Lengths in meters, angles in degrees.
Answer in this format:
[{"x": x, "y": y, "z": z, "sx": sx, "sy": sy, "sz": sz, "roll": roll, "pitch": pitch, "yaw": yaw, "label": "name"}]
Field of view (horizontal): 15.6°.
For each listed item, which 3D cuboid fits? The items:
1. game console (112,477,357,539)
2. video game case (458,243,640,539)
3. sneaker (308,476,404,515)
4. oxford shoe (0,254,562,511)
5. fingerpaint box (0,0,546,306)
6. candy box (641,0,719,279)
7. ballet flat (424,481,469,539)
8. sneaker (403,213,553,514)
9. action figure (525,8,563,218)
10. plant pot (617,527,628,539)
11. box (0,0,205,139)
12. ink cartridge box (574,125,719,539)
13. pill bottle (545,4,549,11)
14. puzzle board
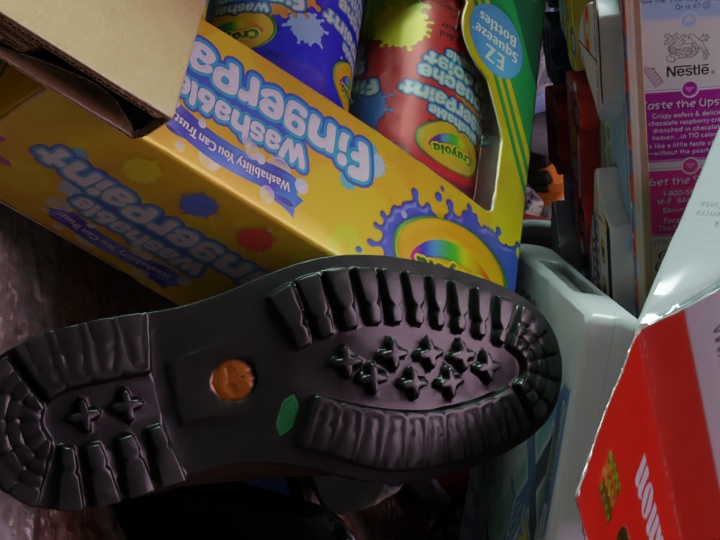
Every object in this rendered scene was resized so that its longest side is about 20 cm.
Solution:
[{"x": -0.005, "y": 0.133, "z": 0.958, "sx": 0.116, "sy": 0.176, "sz": 0.200, "roll": -35, "pitch": 119, "yaw": -33, "label": "game console"}, {"x": 0.058, "y": 0.100, "z": 0.946, "sx": 0.182, "sy": 0.022, "sz": 0.201, "roll": -122, "pitch": -140, "yaw": -81, "label": "video game case"}, {"x": 0.000, "y": 0.000, "z": 1.022, "sx": 0.077, "sy": 0.085, "sz": 0.200, "roll": -96, "pitch": 168, "yaw": -55, "label": "sneaker"}, {"x": -0.033, "y": 0.035, "z": 0.845, "sx": 0.084, "sy": 0.199, "sz": 0.073, "roll": 166, "pitch": -80, "yaw": -70, "label": "oxford shoe"}, {"x": -0.032, "y": -0.069, "z": 0.903, "sx": 0.200, "sy": 0.073, "sz": 0.167, "roll": 32, "pitch": 50, "yaw": -31, "label": "fingerpaint box"}, {"x": 0.121, "y": -0.063, "z": 1.023, "sx": 0.136, "sy": 0.061, "sz": 0.201, "roll": -94, "pitch": 179, "yaw": -65, "label": "candy box"}, {"x": 0.069, "y": 0.107, "z": 1.108, "sx": 0.066, "sy": 0.057, "sz": 0.200, "roll": -36, "pitch": 165, "yaw": -27, "label": "ballet flat"}, {"x": 0.061, "y": 0.044, "z": 1.134, "sx": 0.200, "sy": 0.112, "sz": 0.071, "roll": 52, "pitch": 33, "yaw": -50, "label": "sneaker"}, {"x": 0.056, "y": -0.064, "z": 1.232, "sx": 0.193, "sy": 0.104, "sz": 0.200, "roll": 22, "pitch": 92, "yaw": -58, "label": "action figure"}, {"x": 0.167, "y": 0.078, "z": 1.172, "sx": 0.200, "sy": 0.142, "sz": 0.201, "roll": -19, "pitch": 90, "yaw": -75, "label": "plant pot"}, {"x": -0.106, "y": -0.157, "z": 0.813, "sx": 0.163, "sy": 0.021, "sz": 0.200, "roll": 31, "pitch": 50, "yaw": -24, "label": "box"}, {"x": 0.135, "y": 0.052, "z": 0.898, "sx": 0.162, "sy": 0.050, "sz": 0.200, "roll": 72, "pitch": 32, "yaw": -44, "label": "ink cartridge box"}, {"x": 0.034, "y": -0.146, "z": 1.109, "sx": 0.110, "sy": 0.109, "sz": 0.200, "roll": 59, "pitch": 39, "yaw": -44, "label": "pill bottle"}, {"x": 0.085, "y": -0.040, "z": 0.961, "sx": 0.151, "sy": 0.017, "sz": 0.201, "roll": -105, "pitch": -170, "yaw": -73, "label": "puzzle board"}]
